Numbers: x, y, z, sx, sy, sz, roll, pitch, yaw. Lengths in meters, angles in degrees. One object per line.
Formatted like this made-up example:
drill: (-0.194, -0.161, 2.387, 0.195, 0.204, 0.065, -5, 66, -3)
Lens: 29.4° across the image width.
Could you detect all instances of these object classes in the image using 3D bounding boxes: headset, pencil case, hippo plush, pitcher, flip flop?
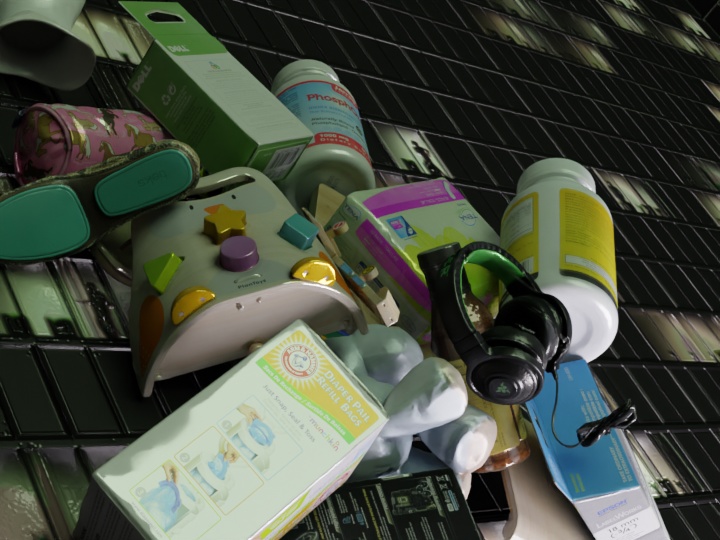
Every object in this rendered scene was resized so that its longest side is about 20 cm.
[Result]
headset: (0.146, 0.062, 1.158, 0.201, 0.094, 0.123, 55, 38, -5)
pencil case: (-0.228, -0.112, 1.269, 0.086, 0.084, 0.199, 33, 23, 28)
hippo plush: (0.004, 0.134, 1.184, 0.197, 0.161, 0.161, -19, 30, -10)
pitcher: (-0.348, -0.282, 1.351, 0.169, 0.122, 0.202, 6, 52, -23)
flip flop: (-0.165, -0.023, 1.245, 0.198, 0.058, 0.082, 12, 39, -41)

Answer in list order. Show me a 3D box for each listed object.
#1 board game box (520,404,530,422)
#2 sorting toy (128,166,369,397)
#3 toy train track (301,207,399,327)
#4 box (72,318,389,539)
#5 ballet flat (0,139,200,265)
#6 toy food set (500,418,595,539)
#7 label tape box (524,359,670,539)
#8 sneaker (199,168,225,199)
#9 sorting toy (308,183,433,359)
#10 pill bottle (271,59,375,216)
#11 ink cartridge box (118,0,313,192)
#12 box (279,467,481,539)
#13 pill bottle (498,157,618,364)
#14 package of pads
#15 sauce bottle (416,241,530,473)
board game box: (0.171, 0.098, 1.503, 0.135, 0.028, 0.200, 37, 28, -6)
sorting toy: (-0.114, -0.015, 1.155, 0.197, 0.108, 0.181, -15, 48, -14)
toy train track: (0.000, 0.000, 1.193, 0.116, 0.032, 0.200, 63, -7, -23)
box: (-0.090, 0.145, 0.971, 0.101, 0.113, 0.199, 45, 55, 12)
ballet flat: (-0.229, -0.058, 1.157, 0.075, 0.197, 0.069, -146, -146, -75)
toy food set: (0.160, 0.220, 1.305, 0.143, 0.060, 0.201, 37, 28, -31)
label tape box: (0.210, 0.165, 1.247, 0.200, 0.063, 0.145, 54, 14, -49)
sneaker: (-0.117, -0.069, 1.361, 0.084, 0.074, 0.201, 51, 9, -33)
sorting toy: (0.017, 0.035, 1.368, 0.198, 0.070, 0.200, 31, 30, -16)
pill bottle: (-0.049, -0.142, 1.497, 0.108, 0.109, 0.201, 23, 33, -27)
ink cartridge box: (-0.148, -0.166, 1.290, 0.200, 0.060, 0.103, 45, 26, 14)
box: (0.025, 0.250, 1.034, 0.158, 0.044, 0.201, -6, 47, -19)
pill bottle: (0.189, -0.014, 1.318, 0.111, 0.112, 0.202, 29, 41, -18)
package of pads: (0.073, -0.012, 1.356, 0.155, 0.068, 0.199, 49, 30, 16)
sauce bottle: (0.098, 0.076, 1.222, 0.066, 0.065, 0.203, -17, 92, -57)
